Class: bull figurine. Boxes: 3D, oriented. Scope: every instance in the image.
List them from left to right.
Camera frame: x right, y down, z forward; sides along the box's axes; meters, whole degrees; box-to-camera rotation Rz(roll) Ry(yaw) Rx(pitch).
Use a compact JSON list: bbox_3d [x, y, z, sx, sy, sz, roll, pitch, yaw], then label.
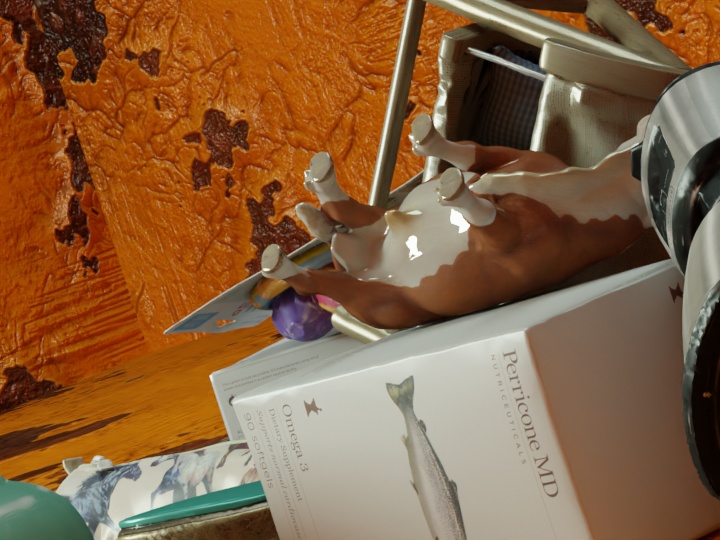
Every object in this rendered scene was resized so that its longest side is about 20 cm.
[{"bbox_3d":[0.052,-0.023,1.211,0.121,0.065,0.199,25,-38,-38],"label":"bull figurine"}]

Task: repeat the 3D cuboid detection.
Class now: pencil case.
[{"bbox_3d":[-0.081,0.129,1.462,0.199,0.090,0.078,-16,3,30],"label":"pencil case"}]

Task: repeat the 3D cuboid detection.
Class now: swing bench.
[{"bbox_3d":[0.100,-0.027,1.328,0.129,0.200,0.200,0,20,-29],"label":"swing bench"}]

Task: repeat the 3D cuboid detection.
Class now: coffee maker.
[{"bbox_3d":[0.213,0.003,1.077,0.191,0.135,0.200,20,29,-10],"label":"coffee maker"}]

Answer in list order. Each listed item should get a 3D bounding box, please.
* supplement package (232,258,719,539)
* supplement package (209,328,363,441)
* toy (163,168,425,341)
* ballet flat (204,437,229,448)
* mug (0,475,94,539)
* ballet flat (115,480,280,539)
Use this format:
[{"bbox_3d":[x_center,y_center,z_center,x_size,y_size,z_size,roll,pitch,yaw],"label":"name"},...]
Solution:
[{"bbox_3d":[0.059,0.080,1.202,0.117,0.118,0.199,-19,2,-43],"label":"supplement package"},{"bbox_3d":[0.026,0.075,1.604,0.155,0.112,0.200,-18,3,19],"label":"supplement package"},{"bbox_3d":[0.000,0.000,1.491,0.200,0.047,0.115,-35,-14,22],"label":"toy"},{"bbox_3d":[-0.026,0.111,1.757,0.199,0.068,0.068,-19,-9,-10],"label":"ballet flat"},{"bbox_3d":[-0.205,0.167,1.240,0.184,0.115,0.152,-18,3,3],"label":"mug"},{"bbox_3d":[-0.024,0.128,1.347,0.199,0.066,0.071,-18,3,8],"label":"ballet flat"}]
